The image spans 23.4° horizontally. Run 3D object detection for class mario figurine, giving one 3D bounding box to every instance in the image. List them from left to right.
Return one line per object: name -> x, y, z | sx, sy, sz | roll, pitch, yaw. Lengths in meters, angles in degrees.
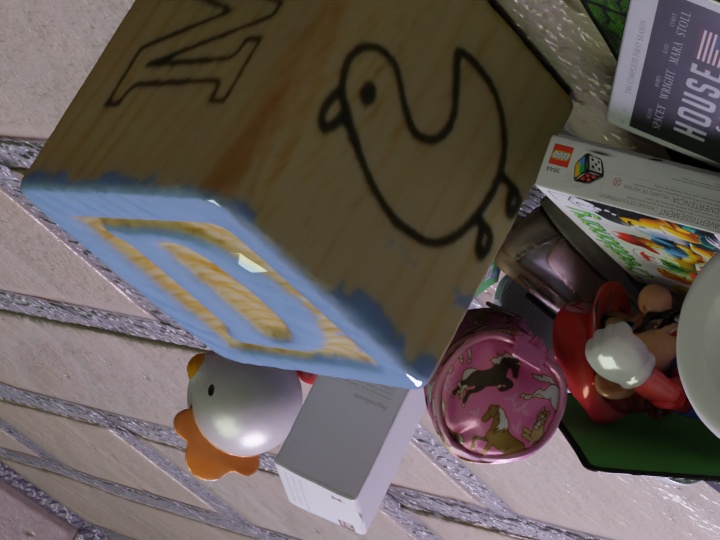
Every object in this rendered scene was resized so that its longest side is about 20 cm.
mario figurine -> 0.208, 0.051, 1.035 | 0.200, 0.106, 0.123 | 19, 158, 28

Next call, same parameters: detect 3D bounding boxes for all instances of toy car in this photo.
toy car -> -0.099, 0.073, 1.426 | 0.177, 0.200, 0.184 | 36, 159, -21

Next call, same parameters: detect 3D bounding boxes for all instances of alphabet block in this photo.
alphabet block -> -0.035, -0.071, 0.986 | 0.196, 0.200, 0.195 | 7, 152, 47

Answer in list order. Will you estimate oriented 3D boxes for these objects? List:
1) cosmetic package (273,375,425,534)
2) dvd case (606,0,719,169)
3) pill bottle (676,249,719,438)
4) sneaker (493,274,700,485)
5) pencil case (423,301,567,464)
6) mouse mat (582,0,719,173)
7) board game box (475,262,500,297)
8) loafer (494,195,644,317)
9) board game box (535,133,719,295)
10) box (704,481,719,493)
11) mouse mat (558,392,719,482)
cosmetic package -> 0.012, 0.087, 1.312 | 0.074, 0.200, 0.102 | 23, 159, 14
dvd case -> 0.219, -0.076, 0.827 | 0.200, 0.025, 0.150 | 23, 160, 11
pill bottle -> 0.265, 0.040, 0.897 | 0.200, 0.113, 0.113 | 4, -178, -43
sneaker -> 0.176, 0.073, 1.245 | 0.200, 0.073, 0.071 | 47, 174, 3
pencil case -> 0.082, 0.070, 1.108 | 0.083, 0.087, 0.200 | -5, -176, 1
mouse mat -> 0.208, -0.085, 0.888 | 0.161, 0.008, 0.200 | 12, 156, 39
board game box -> 0.000, 0.000, 1.176 | 0.134, 0.029, 0.200 | 20, -157, 20
loafer -> 0.158, 0.027, 1.141 | 0.200, 0.063, 0.072 | 46, -170, -35
board game box -> 0.192, -0.018, 0.988 | 0.126, 0.035, 0.200 | 18, 172, 29
box -> 0.326, 0.142, 1.253 | 0.161, 0.049, 0.200 | 34, 161, -21
mouse mat -> 0.201, 0.104, 1.077 | 0.161, 0.008, 0.200 | 5, -172, -4
